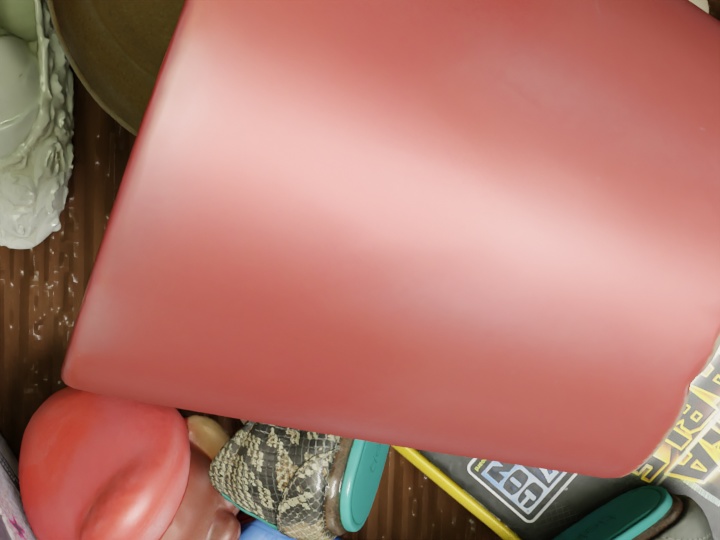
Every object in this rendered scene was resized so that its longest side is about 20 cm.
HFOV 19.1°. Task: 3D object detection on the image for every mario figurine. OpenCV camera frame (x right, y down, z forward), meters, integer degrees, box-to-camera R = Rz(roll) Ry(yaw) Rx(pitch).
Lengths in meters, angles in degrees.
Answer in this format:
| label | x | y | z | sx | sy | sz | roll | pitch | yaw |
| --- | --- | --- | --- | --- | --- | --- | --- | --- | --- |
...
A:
| label | x | y | z | sx | sy | sz | roll | pitch | yaw |
| --- | --- | --- | --- | --- | --- | --- | --- | --- | --- |
| mario figurine | -0.043 | 0.110 | 0.820 | 0.200 | 0.124 | 0.106 | 36 | 136 | -11 |

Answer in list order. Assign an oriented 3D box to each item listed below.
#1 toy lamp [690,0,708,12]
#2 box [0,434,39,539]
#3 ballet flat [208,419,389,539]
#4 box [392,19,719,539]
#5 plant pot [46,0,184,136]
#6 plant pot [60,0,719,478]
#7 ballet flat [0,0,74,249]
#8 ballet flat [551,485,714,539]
| label | x | y | z | sx | sy | sz | roll | pitch | yaw |
| --- | --- | --- | --- | --- | --- | --- | --- | --- | --- |
| toy lamp | 0.124 | -0.064 | 0.741 | 0.058 | 0.058 | 0.200 | -31 | 94 | 6 |
| box | -0.162 | 0.136 | 0.791 | 0.114 | 0.132 | 0.200 | -30 | 96 | 3 |
| ballet flat | 0.000 | 0.000 | 0.775 | 0.075 | 0.068 | 0.201 | 19 | 69 | 19 |
| box | 0.127 | 0.031 | 0.806 | 0.160 | 0.049 | 0.200 | 40 | 98 | -2 |
| plant pot | -0.017 | -0.125 | 0.755 | 0.199 | 0.028 | 0.201 | -12 | 127 | -16 |
| plant pot | 0.022 | -0.031 | 0.661 | 0.177 | 0.200 | 0.201 | 20 | 99 | -6 |
| ballet flat | -0.147 | -0.104 | 0.790 | 0.071 | 0.072 | 0.201 | -2 | 99 | 3 |
| ballet flat | 0.042 | 0.145 | 0.753 | 0.199 | 0.067 | 0.064 | -25 | 102 | -10 |
